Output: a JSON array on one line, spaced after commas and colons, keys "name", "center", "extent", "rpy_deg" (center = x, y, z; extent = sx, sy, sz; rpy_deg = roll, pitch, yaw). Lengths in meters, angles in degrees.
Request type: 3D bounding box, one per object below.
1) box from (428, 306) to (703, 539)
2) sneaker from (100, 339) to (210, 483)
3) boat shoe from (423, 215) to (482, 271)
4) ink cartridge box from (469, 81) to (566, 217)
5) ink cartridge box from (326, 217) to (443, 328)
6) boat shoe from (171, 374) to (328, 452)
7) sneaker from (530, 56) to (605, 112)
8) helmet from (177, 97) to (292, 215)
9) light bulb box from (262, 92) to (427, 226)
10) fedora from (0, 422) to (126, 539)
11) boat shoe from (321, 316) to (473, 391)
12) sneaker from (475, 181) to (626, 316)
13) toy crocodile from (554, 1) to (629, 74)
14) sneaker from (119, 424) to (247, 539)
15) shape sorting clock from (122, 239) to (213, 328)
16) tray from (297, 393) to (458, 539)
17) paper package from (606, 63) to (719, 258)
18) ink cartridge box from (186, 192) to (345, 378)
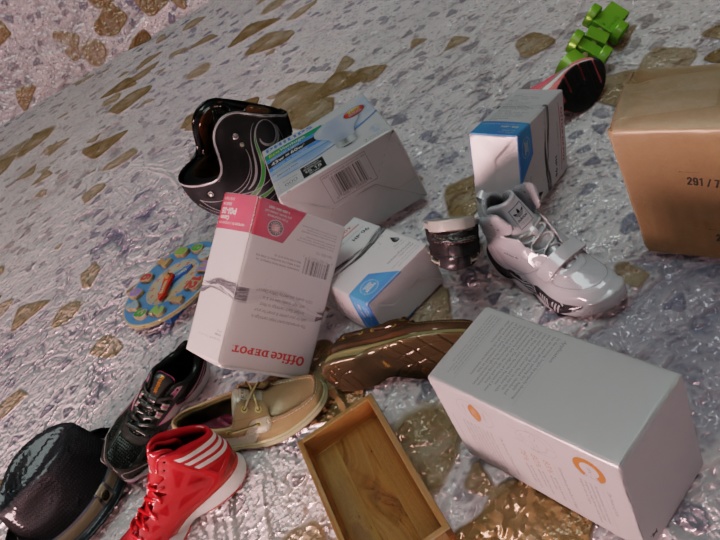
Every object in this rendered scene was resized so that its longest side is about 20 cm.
[{"name": "box", "center": [0.177, 0.131, 0.645], "extent": [0.098, 0.125, 0.199], "rpy_deg": [-45, 38, -21]}, {"name": "sneaker", "center": [-0.263, 0.166, 0.936], "extent": [0.080, 0.087, 0.201], "rpy_deg": [23, 52, 3]}, {"name": "boat shoe", "center": [0.115, -0.034, 0.888], "extent": [0.073, 0.061, 0.200], "rpy_deg": [-5, 3, 5]}, {"name": "ink cartridge box", "center": [0.217, -0.162, 0.955], "extent": [0.066, 0.117, 0.200], "rpy_deg": [8, 36, 33]}, {"name": "ink cartridge box", "center": [0.000, 0.000, 0.985], "extent": [0.116, 0.068, 0.199], "rpy_deg": [-44, 36, -18]}, {"name": "boat shoe", "center": [-0.136, 0.171, 0.878], "extent": [0.198, 0.067, 0.074], "rpy_deg": [-25, 35, 8]}, {"name": "sneaker", "center": [0.275, -0.260, 1.096], "extent": [0.199, 0.074, 0.087], "rpy_deg": [-36, 34, -7]}, {"name": "helmet", "center": [-0.212, -0.189, 1.268], "extent": [0.197, 0.193, 0.200], "rpy_deg": [8, 18, -3]}, {"name": "light bulb box", "center": [-0.031, -0.151, 1.135], "extent": [0.197, 0.125, 0.200], "rpy_deg": [-30, 31, 1]}, {"name": "fedora", "center": [-0.389, 0.267, 0.925], "extent": [0.199, 0.092, 0.202], "rpy_deg": [-20, 36, 15]}, {"name": "boat shoe", "center": [0.047, 0.083, 0.846], "extent": [0.198, 0.072, 0.068], "rpy_deg": [-15, 40, 26]}, {"name": "sneaker", "center": [0.204, -0.027, 0.826], "extent": [0.075, 0.115, 0.199], "rpy_deg": [-40, 36, -13]}, {"name": "toy crocodile", "center": [0.373, -0.365, 1.167], "extent": [0.067, 0.062, 0.201], "rpy_deg": [32, 59, 9]}, {"name": "sneaker", "center": [-0.230, 0.249, 0.809], "extent": [0.200, 0.116, 0.078], "rpy_deg": [-45, 38, -20]}, {"name": "shape sorting clock", "center": [-0.315, 0.018, 1.222], "extent": [0.198, 0.039, 0.201], "rpy_deg": [-20, 36, 15]}, {"name": "tray", "center": [0.012, 0.221, 0.737], "extent": [0.098, 0.037, 0.200], "rpy_deg": [-33, 36, -3]}, {"name": "paper package", "center": [0.374, -0.104, 0.728], "extent": [0.198, 0.191, 0.104], "rpy_deg": [8, 54, 42]}, {"name": "ink cartridge box", "center": [-0.117, 0.021, 0.908], "extent": [0.082, 0.146, 0.203], "rpy_deg": [12, 86, 46]}]
